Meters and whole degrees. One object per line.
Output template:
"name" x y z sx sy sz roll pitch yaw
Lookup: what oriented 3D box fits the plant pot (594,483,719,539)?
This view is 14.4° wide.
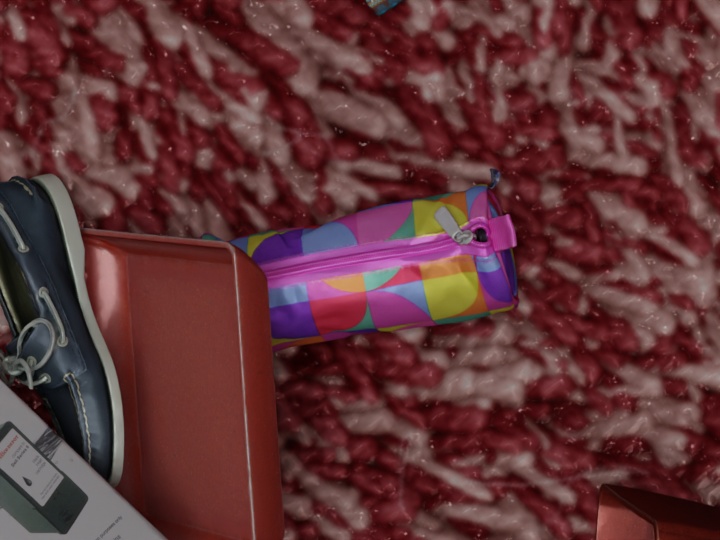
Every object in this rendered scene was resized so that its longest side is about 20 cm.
"plant pot" 0.232 0.239 1.658 0.175 0.200 0.201 4 92 -4

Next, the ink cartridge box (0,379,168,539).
"ink cartridge box" -0.214 0.159 1.717 0.200 0.146 0.084 43 57 5

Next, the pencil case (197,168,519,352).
"pencil case" 0.000 0.000 1.727 0.199 0.088 0.089 -12 90 8

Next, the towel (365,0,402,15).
"towel" 0.050 -0.271 1.745 0.200 0.022 0.147 -36 87 6

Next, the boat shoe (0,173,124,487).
"boat shoe" -0.192 0.039 1.740 0.062 0.075 0.201 -10 83 -29

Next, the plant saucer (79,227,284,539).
"plant saucer" -0.103 0.076 1.702 0.037 0.200 0.201 -7 97 -31
